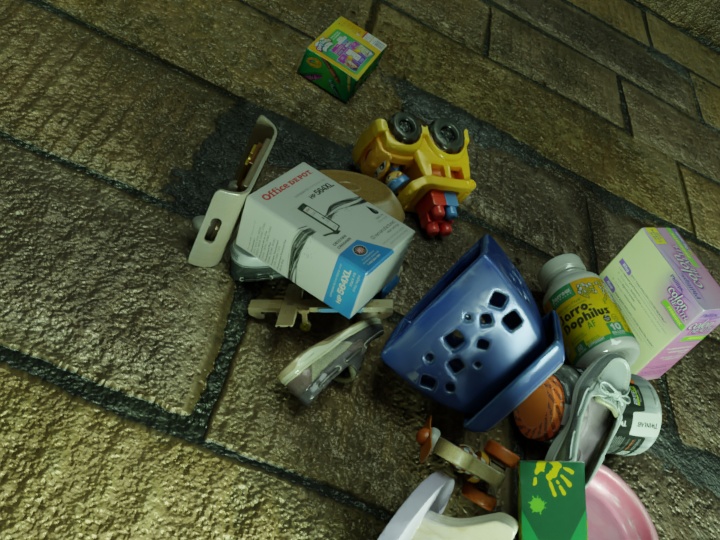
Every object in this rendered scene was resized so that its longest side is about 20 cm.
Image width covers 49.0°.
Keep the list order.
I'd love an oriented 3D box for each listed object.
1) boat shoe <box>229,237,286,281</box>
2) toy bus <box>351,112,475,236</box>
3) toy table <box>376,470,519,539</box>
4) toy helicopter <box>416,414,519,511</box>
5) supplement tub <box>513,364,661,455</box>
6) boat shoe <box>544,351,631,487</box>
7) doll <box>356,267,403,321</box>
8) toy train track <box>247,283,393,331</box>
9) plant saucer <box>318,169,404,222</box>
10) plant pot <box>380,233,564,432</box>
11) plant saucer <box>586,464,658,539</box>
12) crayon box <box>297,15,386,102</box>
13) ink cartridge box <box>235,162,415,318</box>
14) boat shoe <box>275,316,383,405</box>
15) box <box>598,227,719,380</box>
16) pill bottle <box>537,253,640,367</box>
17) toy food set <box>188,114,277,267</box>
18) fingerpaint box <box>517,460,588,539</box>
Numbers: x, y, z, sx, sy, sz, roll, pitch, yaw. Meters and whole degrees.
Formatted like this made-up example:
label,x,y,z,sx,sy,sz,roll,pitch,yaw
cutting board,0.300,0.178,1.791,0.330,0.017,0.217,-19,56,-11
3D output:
label,x,y,z,sx,sy,sz,roll,pitch,yaw
boat shoe,-0.096,-0.018,1.141,0.197,0.057,0.069,-1,42,-25
toy bus,0.099,-0.156,1.380,0.197,0.136,0.195,4,64,-27
toy table,0.089,0.319,0.869,0.116,0.186,0.199,28,38,21
toy helicopter,0.118,0.226,0.980,0.131,0.200,0.080,29,82,21
supplement tub,0.331,0.205,1.163,0.197,0.123,0.124,9,45,-26
boat shoe,0.313,0.201,1.051,0.074,0.065,0.203,39,72,-13
doll,0.000,0.000,1.202,0.134,0.049,0.202,-1,51,-17
toy train track,-0.053,0.058,1.074,0.196,0.033,0.115,-1,27,6
plant saucer,-0.022,-0.119,1.261,0.196,0.036,0.201,9,26,-4
plant pot,0.165,0.090,1.081,0.180,0.200,0.200,44,15,1
plant saucer,0.308,0.349,1.061,0.197,0.051,0.203,17,43,-17
crayon box,-0.034,-0.431,1.602,0.118,0.059,0.201,32,40,-1
ink cartridge box,-0.048,-0.046,1.080,0.198,0.085,0.146,32,38,14
boat shoe,-0.030,0.120,1.057,0.199,0.072,0.065,-25,80,-52
box,0.497,0.059,1.355,0.095,0.201,0.178,-2,50,-33
pill bottle,0.374,0.075,1.327,0.111,0.113,0.202,5,48,-29
toy food set,-0.185,-0.116,1.126,0.060,0.144,0.202,24,41,-8
fingerpaint box,0.215,0.301,0.892,0.072,0.200,0.170,-1,76,10
